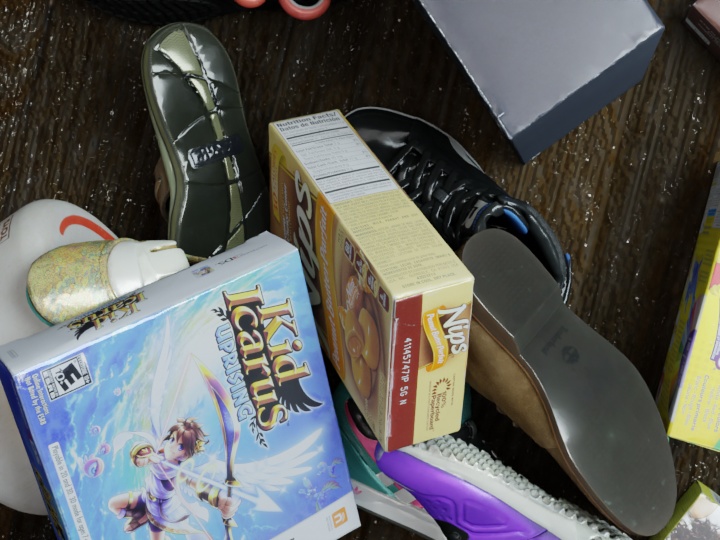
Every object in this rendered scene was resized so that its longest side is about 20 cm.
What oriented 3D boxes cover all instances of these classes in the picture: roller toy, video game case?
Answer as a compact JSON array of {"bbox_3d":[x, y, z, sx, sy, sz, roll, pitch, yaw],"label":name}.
[{"bbox_3d":[-0.201,0.053,0.797,0.139,0.200,0.184,-34,73,9],"label":"roller toy"},{"bbox_3d":[-0.100,0.105,0.711,0.179,0.045,0.203,-25,117,-26],"label":"video game case"}]

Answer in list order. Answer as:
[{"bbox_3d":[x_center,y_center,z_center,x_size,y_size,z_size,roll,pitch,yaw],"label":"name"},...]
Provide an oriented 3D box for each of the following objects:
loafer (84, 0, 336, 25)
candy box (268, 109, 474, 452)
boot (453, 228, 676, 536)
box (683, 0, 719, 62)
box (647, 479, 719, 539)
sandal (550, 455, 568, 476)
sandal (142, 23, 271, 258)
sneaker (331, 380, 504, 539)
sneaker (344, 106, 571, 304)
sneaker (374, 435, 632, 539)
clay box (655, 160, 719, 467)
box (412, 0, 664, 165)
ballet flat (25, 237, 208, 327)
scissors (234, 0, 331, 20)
[{"bbox_3d":[-0.106,-0.218,0.837,0.196,0.073,0.073,-3,87,1],"label":"loafer"},{"bbox_3d":[0.000,0.000,0.742,0.054,0.201,0.117,-13,129,-20],"label":"candy box"},{"bbox_3d":[0.112,0.072,0.713,0.073,0.075,0.201,-34,86,-33],"label":"boot"},{"bbox_3d":[0.311,-0.200,0.751,0.100,0.075,0.200,45,101,6],"label":"box"},{"bbox_3d":[0.192,0.243,0.797,0.075,0.050,0.201,36,98,8],"label":"box"},{"bbox_3d":[0.139,0.088,0.792,0.057,0.080,0.202,-37,84,-4],"label":"sandal"},{"bbox_3d":[-0.111,-0.069,0.836,0.079,0.057,0.205,-13,101,-30],"label":"sandal"},{"bbox_3d":[0.066,0.113,0.805,0.197,0.084,0.123,20,104,11],"label":"sneaker"},{"bbox_3d":[0.063,-0.048,0.779,0.199,0.112,0.073,39,89,6],"label":"sneaker"},{"bbox_3d":[0.085,0.177,0.733,0.198,0.070,0.101,29,91,-4],"label":"sneaker"},{"bbox_3d":[0.227,0.031,0.751,0.047,0.115,0.204,13,95,9],"label":"clay box"},{"bbox_3d":[0.088,-0.174,0.730,0.103,0.200,0.184,-33,86,9],"label":"box"},{"bbox_3d":[-0.115,0.012,0.744,0.070,0.199,0.072,-9,75,35],"label":"ballet flat"},{"bbox_3d":[-0.027,-0.259,0.801,0.072,0.014,0.203,22,78,-5],"label":"scissors"}]
